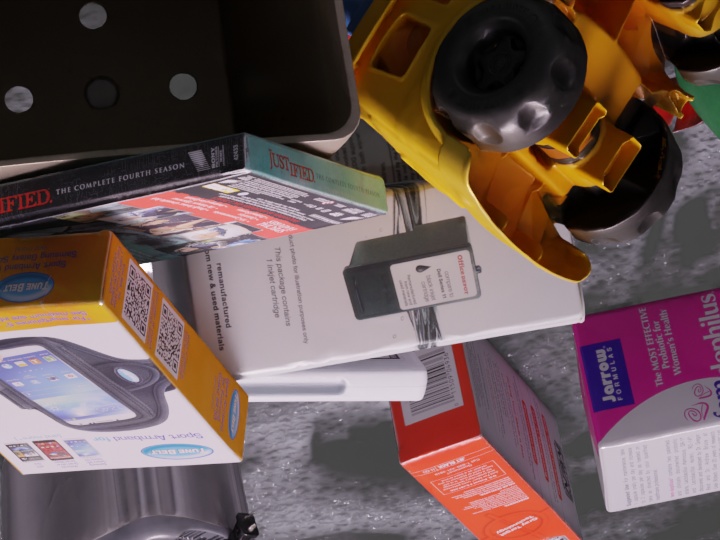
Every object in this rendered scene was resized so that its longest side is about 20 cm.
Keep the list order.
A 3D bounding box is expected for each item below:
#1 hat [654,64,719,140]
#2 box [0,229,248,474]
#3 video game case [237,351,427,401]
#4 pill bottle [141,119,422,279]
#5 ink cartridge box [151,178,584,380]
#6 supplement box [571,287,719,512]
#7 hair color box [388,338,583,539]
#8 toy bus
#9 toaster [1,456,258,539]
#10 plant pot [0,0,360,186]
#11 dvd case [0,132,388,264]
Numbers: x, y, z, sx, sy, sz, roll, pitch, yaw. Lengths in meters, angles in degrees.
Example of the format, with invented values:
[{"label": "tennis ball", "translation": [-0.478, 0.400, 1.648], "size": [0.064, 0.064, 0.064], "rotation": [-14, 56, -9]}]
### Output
[{"label": "hat", "translation": [0.196, -0.134, 1.581], "size": [0.200, 0.176, 0.166], "rotation": [-45, 152, -16]}, {"label": "box", "translation": [-0.133, 0.047, 1.325], "size": [0.118, 0.042, 0.200], "rotation": [-4, 150, 19]}, {"label": "video game case", "translation": [-0.077, 0.027, 1.616], "size": [0.181, 0.200, 0.024], "rotation": [1, 111, -18]}, {"label": "pill bottle", "translation": [-0.036, -0.033, 1.581], "size": [0.199, 0.114, 0.114], "rotation": [-4, 150, -11]}, {"label": "ink cartridge box", "translation": [0.000, 0.000, 1.459], "size": [0.199, 0.084, 0.147], "rotation": [-9, -177, -11]}, {"label": "supplement box", "translation": [0.245, 0.076, 1.870], "size": [0.199, 0.102, 0.104], "rotation": [-13, 150, 3]}, {"label": "hair color box", "translation": [0.080, 0.111, 1.877], "size": [0.061, 0.102, 0.200], "rotation": [-20, 148, 16]}, {"label": "toy bus", "translation": [0.077, -0.125, 1.343], "size": [0.201, 0.192, 0.136], "rotation": [-55, 139, -2]}, {"label": "toaster", "translation": [-0.150, 0.148, 1.838], "size": [0.113, 0.130, 0.200], "rotation": [18, 140, -41]}, {"label": "plant pot", "translation": [-0.120, -0.118, 1.352], "size": [0.198, 0.201, 0.177], "rotation": [-5, 163, -9]}, {"label": "dvd case", "translation": [-0.106, -0.025, 1.300], "size": [0.199, 0.022, 0.146], "rotation": [-12, 169, 24]}]
